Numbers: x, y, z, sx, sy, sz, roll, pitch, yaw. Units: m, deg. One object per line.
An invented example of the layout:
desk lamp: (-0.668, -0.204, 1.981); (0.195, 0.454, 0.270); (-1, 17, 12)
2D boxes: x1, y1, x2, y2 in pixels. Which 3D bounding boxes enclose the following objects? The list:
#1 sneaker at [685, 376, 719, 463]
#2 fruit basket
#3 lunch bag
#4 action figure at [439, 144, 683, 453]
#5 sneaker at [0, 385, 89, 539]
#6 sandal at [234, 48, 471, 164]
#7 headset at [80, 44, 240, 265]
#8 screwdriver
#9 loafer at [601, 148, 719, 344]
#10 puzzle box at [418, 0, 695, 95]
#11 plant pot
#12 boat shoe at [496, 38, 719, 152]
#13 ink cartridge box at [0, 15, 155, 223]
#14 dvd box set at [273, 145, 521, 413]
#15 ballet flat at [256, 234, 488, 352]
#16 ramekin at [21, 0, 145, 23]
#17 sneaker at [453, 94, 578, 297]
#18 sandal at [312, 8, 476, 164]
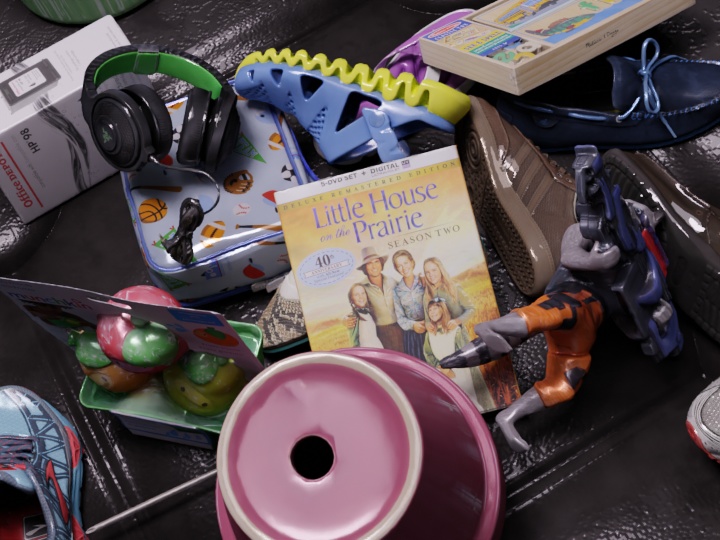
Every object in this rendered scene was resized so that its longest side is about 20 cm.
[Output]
sneaker: (0.315, 0.066, 0.946); (0.200, 0.082, 0.078); (-28, 55, -5)
fruit basket: (-0.155, 0.062, 0.989); (0.185, 0.200, 0.094); (9, 73, 18)
lunch bag: (-0.114, -0.065, 1.142); (0.160, 0.076, 0.200); (-19, 54, -3)
action figure: (0.145, 0.004, 0.965); (0.104, 0.200, 0.193); (14, 48, 47)
sneaker: (-0.249, 0.158, 1.007); (0.079, 0.096, 0.200); (-22, 54, -3)
sandal: (-0.015, -0.127, 1.108); (0.199, 0.079, 0.087); (16, 92, 19)
headset: (-0.155, -0.101, 1.084); (0.123, 0.094, 0.200); (-2, 44, -23)
screwdriver: (-0.114, 0.152, 1.024); (0.199, 0.028, 0.029); (-23, 24, -2)
loafer: (0.252, -0.020, 1.037); (0.071, 0.073, 0.200); (-14, 52, -31)
puzzle box: (0.166, -0.212, 1.152); (0.200, 0.025, 0.133); (-29, 32, -23)
plant pot: (-0.009, 0.136, 0.888); (0.199, 0.179, 0.201); (-3, 73, 9)
boat shoe: (0.212, -0.140, 1.118); (0.199, 0.069, 0.084); (-13, 55, 4)
ink cartridge box: (-0.275, -0.121, 1.191); (0.200, 0.116, 0.067); (-31, 56, -8)
dvd box set: (0.028, 0.020, 1.020); (0.146, 0.029, 0.201); (-14, 84, 3)
ballet flat: (0.000, 0.000, 1.068); (0.199, 0.076, 0.068); (-17, 27, 2)
ramekin: (-0.274, -0.340, 1.350); (0.199, 0.098, 0.201); (-6, 55, 9)
sneaker: (0.136, -0.062, 1.098); (0.075, 0.071, 0.200); (-9, 56, -16)
sandal: (0.041, -0.168, 1.189); (0.082, 0.050, 0.203); (35, 70, 30)
